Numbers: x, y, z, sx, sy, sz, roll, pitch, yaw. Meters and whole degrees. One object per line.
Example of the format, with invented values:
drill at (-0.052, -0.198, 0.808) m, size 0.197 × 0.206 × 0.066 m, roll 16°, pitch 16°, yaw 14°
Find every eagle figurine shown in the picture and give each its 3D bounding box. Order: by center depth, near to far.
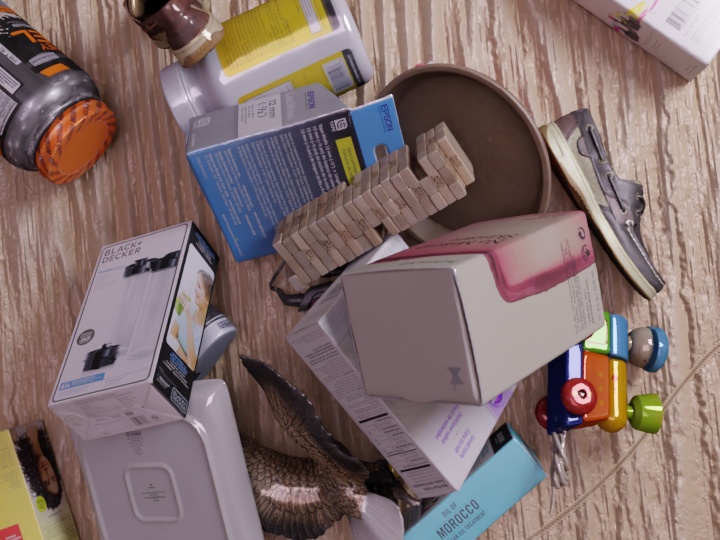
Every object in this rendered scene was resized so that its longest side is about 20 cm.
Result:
eagle figurine at (-0.046, 0.182, 0.840) m, size 0.198 × 0.151 × 0.154 m, roll 19°, pitch 72°, yaw -23°

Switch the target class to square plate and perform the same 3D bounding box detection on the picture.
square plate at (-0.194, 0.209, 0.839) m, size 0.198 × 0.028 × 0.201 m, roll -8°, pitch 101°, yaw 24°

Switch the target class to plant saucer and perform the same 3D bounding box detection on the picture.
plant saucer at (0.094, -0.103, 0.839) m, size 0.198 × 0.029 × 0.202 m, roll 20°, pitch 129°, yaw 27°

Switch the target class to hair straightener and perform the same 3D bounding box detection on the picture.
hair straightener at (0.000, 0.000, 0.900) m, size 0.197 × 0.041 × 0.078 m, roll -4°, pitch 88°, yaw 11°

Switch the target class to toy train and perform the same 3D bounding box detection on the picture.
toy train at (0.231, 0.135, 0.821) m, size 0.114 × 0.085 × 0.202 m, roll 9°, pitch 67°, yaw -6°

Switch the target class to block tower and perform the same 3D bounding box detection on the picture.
block tower at (0.007, -0.058, 0.812) m, size 0.199 × 0.054 × 0.058 m, roll -31°, pitch 115°, yaw 19°

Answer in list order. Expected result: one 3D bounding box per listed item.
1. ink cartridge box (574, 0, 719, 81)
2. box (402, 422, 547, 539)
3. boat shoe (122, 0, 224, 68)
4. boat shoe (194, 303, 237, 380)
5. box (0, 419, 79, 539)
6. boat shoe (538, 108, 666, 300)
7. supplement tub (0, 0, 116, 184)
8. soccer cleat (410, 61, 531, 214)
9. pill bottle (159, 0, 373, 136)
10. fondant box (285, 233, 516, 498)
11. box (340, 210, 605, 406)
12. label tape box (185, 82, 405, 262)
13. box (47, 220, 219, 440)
ink cartridge box at (0.283, -0.296, 0.854) m, size 0.199 × 0.068 × 0.116 m, roll 37°, pitch 93°, yaw 6°
box at (0.089, 0.239, 0.854) m, size 0.200 × 0.082 × 0.049 m, roll -42°, pitch 88°, yaw 4°
boat shoe at (-0.192, -0.259, 0.854) m, size 0.072 × 0.200 × 0.072 m, roll -43°, pitch 125°, yaw 4°
boat shoe at (-0.215, 0.112, 0.900) m, size 0.068 × 0.074 × 0.200 m, roll 42°, pitch 100°, yaw 15°
box at (-0.340, 0.263, 0.910) m, size 0.050 × 0.075 × 0.202 m, roll -19°, pitch 87°, yaw 7°
boat shoe at (0.246, -0.068, 0.849) m, size 0.064 × 0.073 × 0.201 m, roll -32°, pitch 85°, yaw 10°
supplement tub at (-0.358, -0.188, 0.901) m, size 0.199 × 0.123 × 0.123 m, roll 40°, pitch 93°, yaw 6°
soccer cleat at (0.106, -0.121, 0.879) m, size 0.076 × 0.067 × 0.200 m, roll -42°, pitch 85°, yaw 24°
pill bottle at (-0.095, -0.205, 0.875) m, size 0.198 × 0.112 × 0.113 m, roll -22°, pitch 86°, yaw 6°
fondant box at (0.044, 0.086, 0.811) m, size 0.058 × 0.144 × 0.201 m, roll -26°, pitch 107°, yaw 47°
box at (0.100, 0.026, 0.742) m, size 0.127 × 0.199 × 0.110 m, roll -4°, pitch 102°, yaw 44°
label tape box at (-0.053, -0.100, 0.853) m, size 0.198 × 0.144 × 0.067 m, roll -15°, pitch 42°, yaw 4°
box at (-0.213, 0.054, 0.840) m, size 0.115 × 0.060 × 0.202 m, roll -14°, pitch 44°, yaw 19°
